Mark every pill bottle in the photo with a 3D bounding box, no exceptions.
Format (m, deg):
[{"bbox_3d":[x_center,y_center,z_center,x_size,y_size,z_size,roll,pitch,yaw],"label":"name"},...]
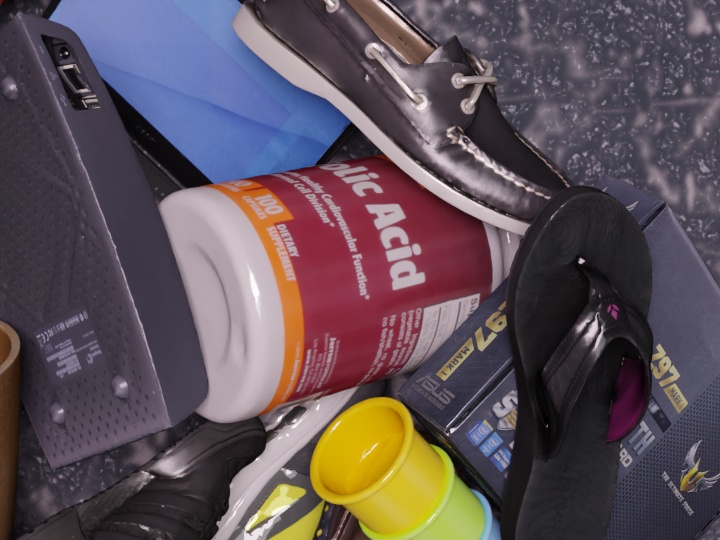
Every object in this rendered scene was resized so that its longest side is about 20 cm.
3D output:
[{"bbox_3d":[0.000,0.000,0.721,0.199,0.114,0.115,-13,86,-35],"label":"pill bottle"}]

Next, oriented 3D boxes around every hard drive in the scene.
[{"bbox_3d":[-0.144,-0.011,0.690,0.042,0.135,0.201,-19,86,-42],"label":"hard drive"}]

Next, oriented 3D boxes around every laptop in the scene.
[{"bbox_3d":[-0.131,-0.064,0.749,0.177,0.103,0.200,43,68,0],"label":"laptop"}]

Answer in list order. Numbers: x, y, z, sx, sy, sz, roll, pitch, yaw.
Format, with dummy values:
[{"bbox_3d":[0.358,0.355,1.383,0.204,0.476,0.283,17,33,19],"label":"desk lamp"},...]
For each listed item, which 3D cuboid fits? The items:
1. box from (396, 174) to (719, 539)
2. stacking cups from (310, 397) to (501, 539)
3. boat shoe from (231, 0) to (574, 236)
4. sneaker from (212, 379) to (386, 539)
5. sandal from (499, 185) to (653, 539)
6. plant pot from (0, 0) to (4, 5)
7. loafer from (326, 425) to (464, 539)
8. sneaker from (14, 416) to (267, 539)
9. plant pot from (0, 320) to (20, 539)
[{"bbox_3d":[0.132,0.073,0.741,0.158,0.051,0.200,-45,127,-9],"label":"box"},{"bbox_3d":[0.053,0.143,0.736,0.061,0.060,0.200,-48,127,-8],"label":"stacking cups"},{"bbox_3d":[0.029,-0.091,0.693,0.200,0.074,0.060,38,114,13],"label":"boat shoe"},{"bbox_3d":[-0.050,0.130,0.767,0.200,0.074,0.085,-47,113,-11],"label":"sneaker"},{"bbox_3d":[0.108,0.058,0.657,0.075,0.048,0.201,-12,116,-25],"label":"sandal"},{"bbox_3d":[-0.222,-0.242,0.691,0.200,0.201,0.196,-25,75,-7],"label":"plant pot"},{"bbox_3d":[0.009,0.182,0.759,0.073,0.071,0.201,20,83,-4],"label":"loafer"},{"bbox_3d":[-0.101,0.151,0.658,0.200,0.060,0.104,-29,79,-38],"label":"sneaker"},{"bbox_3d":[-0.246,0.140,0.679,0.186,0.186,0.201,-5,107,-6],"label":"plant pot"}]
